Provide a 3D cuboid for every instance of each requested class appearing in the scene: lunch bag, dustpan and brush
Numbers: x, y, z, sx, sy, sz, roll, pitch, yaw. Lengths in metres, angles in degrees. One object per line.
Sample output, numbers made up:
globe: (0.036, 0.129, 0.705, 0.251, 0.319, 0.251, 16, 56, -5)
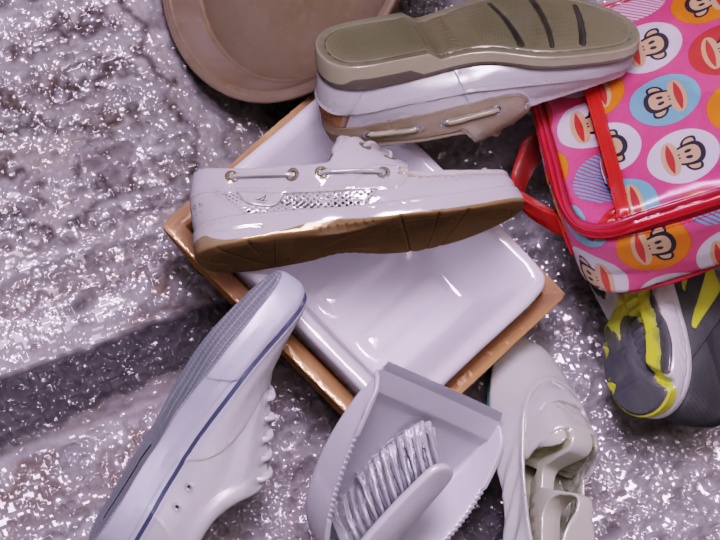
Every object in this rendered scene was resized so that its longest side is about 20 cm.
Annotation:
lunch bag: (0.176, -0.081, 1.719, 0.175, 0.082, 0.201, -18, 44, 7)
dustpan and brush: (0.002, 0.160, 1.639, 0.200, 0.139, 0.057, -51, 52, 11)

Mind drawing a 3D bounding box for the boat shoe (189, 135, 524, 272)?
boat shoe: (-0.003, -0.048, 1.650, 0.199, 0.071, 0.070, -6, 70, -11)

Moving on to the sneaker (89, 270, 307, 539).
sneaker: (-0.080, 0.095, 1.646, 0.071, 0.073, 0.201, 31, 99, -13)

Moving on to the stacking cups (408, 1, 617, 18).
stacking cups: (0.085, -0.146, 1.806, 0.199, 0.061, 0.061, -11, 70, -18)

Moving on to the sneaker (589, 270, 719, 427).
sneaker: (0.192, 0.015, 1.760, 0.084, 0.074, 0.201, 27, 50, -35)

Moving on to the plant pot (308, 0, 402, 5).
plant pot: (0.023, -0.259, 1.795, 0.092, 0.200, 0.202, 12, 57, -52)

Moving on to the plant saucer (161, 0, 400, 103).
plant saucer: (-0.042, -0.201, 1.756, 0.029, 0.199, 0.201, 16, 56, -52)

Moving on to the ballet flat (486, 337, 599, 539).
ballet flat: (0.117, 0.131, 1.688, 0.069, 0.069, 0.201, 5, 68, -9)

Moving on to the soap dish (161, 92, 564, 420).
soap dish: (0.000, 0.000, 1.715, 0.200, 0.081, 0.157, 45, 68, 9)

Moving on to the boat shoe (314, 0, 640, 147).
boat shoe: (0.069, -0.118, 1.694, 0.199, 0.069, 0.075, -5, 37, -8)
